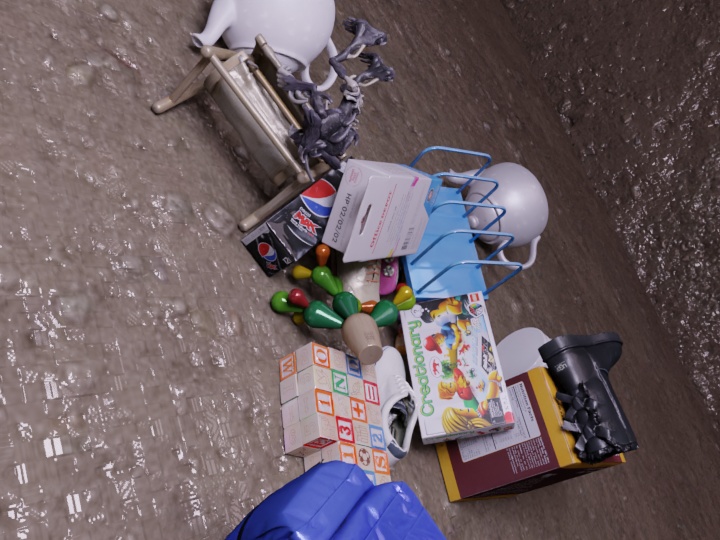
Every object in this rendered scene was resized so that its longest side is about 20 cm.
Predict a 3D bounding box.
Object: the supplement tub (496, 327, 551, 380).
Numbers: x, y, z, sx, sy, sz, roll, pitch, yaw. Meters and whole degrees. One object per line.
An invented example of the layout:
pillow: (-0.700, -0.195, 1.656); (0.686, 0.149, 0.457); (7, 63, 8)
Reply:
supplement tub: (0.338, 0.216, 1.171); (0.200, 0.145, 0.145); (47, 33, -19)

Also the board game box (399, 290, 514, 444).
board game box: (0.131, 0.133, 0.905); (0.035, 0.125, 0.201); (72, 8, -59)

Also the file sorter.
file sorter: (0.143, -0.069, 0.967); (0.138, 0.123, 0.201); (3, 63, -28)

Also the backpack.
backpack: (-0.040, 0.268, 0.540); (0.168, 0.200, 0.162); (54, 34, 9)

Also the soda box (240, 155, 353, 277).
soda box: (-0.065, -0.077, 0.868); (0.063, 0.071, 0.200); (53, 47, -9)

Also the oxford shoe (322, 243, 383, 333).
oxford shoe: (0.000, 0.000, 0.937); (0.071, 0.074, 0.201); (5, 60, -54)

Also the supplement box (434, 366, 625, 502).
supplement box: (0.248, 0.250, 0.960); (0.197, 0.199, 0.134); (18, 50, -47)

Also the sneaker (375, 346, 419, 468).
sneaker: (0.047, 0.177, 0.858); (0.073, 0.071, 0.201); (41, 34, -27)

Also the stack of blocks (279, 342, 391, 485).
stack of blocks: (-0.028, 0.197, 0.746); (0.115, 0.058, 0.201); (25, 45, -43)

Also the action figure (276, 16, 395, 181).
action figure: (-0.039, -0.203, 0.782); (0.201, 0.102, 0.119); (-59, 145, -19)

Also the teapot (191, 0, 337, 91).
teapot: (-0.133, -0.363, 0.987); (0.197, 0.198, 0.147); (-84, -178, -86)

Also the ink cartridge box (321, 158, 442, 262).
ink cartridge box: (0.022, -0.080, 0.839); (0.068, 0.116, 0.200); (27, 18, 26)

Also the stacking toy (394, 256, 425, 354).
stacking toy: (0.095, 0.055, 1.024); (0.110, 0.116, 0.201); (48, 47, -20)

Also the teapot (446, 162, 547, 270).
teapot: (0.296, -0.124, 1.385); (0.145, 0.200, 0.199); (-26, 121, -23)

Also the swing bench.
swing bench: (-0.130, -0.195, 0.864); (0.199, 0.129, 0.200); (53, 32, -8)

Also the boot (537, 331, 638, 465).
boot: (0.332, 0.171, 0.884); (0.197, 0.073, 0.163); (5, 56, -45)

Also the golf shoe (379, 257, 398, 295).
golf shoe: (0.025, -0.057, 1.027); (0.091, 0.075, 0.201); (16, 57, -67)

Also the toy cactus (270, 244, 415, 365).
toy cactus: (-0.006, 0.049, 0.812); (0.199, 0.103, 0.165); (10, 28, -26)
